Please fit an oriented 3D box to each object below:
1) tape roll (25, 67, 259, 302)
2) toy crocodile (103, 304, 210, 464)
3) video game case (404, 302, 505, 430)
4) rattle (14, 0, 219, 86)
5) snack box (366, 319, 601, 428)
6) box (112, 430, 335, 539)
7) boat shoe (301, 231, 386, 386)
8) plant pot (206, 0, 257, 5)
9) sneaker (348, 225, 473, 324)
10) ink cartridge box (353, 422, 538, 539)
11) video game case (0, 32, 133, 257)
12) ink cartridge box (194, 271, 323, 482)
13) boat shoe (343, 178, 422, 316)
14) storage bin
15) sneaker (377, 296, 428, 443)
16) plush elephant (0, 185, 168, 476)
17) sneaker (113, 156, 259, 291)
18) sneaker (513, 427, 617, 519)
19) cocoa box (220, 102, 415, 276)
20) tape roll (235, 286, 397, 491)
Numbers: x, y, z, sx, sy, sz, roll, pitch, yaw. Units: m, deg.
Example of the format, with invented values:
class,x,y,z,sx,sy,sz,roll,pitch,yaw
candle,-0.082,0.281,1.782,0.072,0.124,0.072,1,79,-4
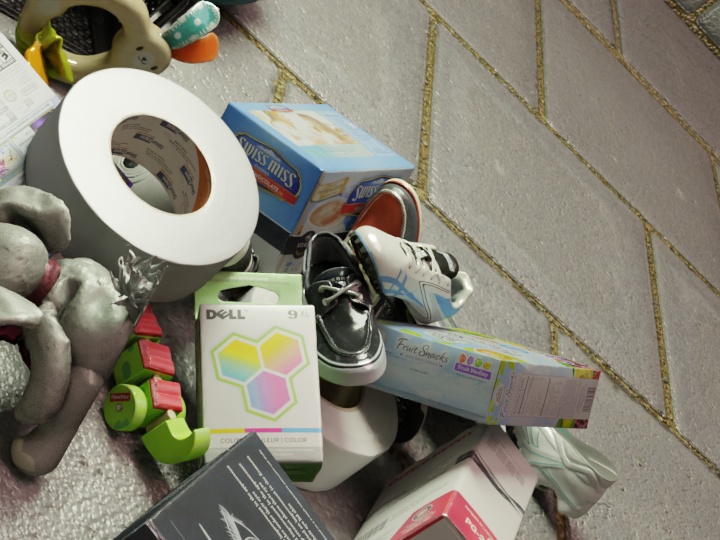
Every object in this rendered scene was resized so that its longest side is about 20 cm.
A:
class,x,y,z,sx,sy,sz,roll,pitch,yaw
tape roll,-0.187,-0.075,1.563,0.199,0.066,0.201,23,47,-27
toy crocodile,-0.187,0.079,1.544,0.067,0.062,0.201,16,44,-51
video game case,0.101,0.086,1.964,0.201,0.023,0.182,59,6,-3
rattle,-0.224,-0.196,1.709,0.199,0.131,0.143,15,28,-20
snack box,0.110,0.099,1.739,0.168,0.068,0.200,15,5,34
box,-0.114,0.240,1.418,0.148,0.104,0.200,54,26,1
boat shoe,-0.019,0.030,1.662,0.200,0.071,0.068,-103,-171,-58
plant pot,-0.145,-0.393,2.069,0.201,0.199,0.188,58,11,10
sneaker,0.048,-0.004,1.715,0.072,0.072,0.200,63,13,26
ink cartridge box,0.072,0.240,1.676,0.084,0.144,0.200,51,26,-7
video game case,-0.311,-0.091,1.547,0.181,0.045,0.200,49,34,-6
ink cartridge box,-0.092,0.083,1.587,0.103,0.059,0.201,1,66,-11
boat shoe,0.000,0.000,1.807,0.071,0.201,0.062,39,31,23
storage bin,-0.281,-0.308,1.781,0.200,0.135,0.094,29,35,-39
sneaker,0.057,0.107,1.900,0.083,0.072,0.201,36,30,-32
plush elephant,-0.255,0.030,1.401,0.154,0.200,0.165,30,37,-5
sneaker,-0.183,-0.043,1.710,0.200,0.073,0.112,36,-19,21
sneaker,0.204,0.199,2.041,0.070,0.081,0.200,14,26,-41
cocoa box,-0.063,-0.083,1.829,0.133,0.132,0.200,36,20,22
tape roll,-0.055,0.105,1.720,0.202,0.071,0.203,38,30,-26
